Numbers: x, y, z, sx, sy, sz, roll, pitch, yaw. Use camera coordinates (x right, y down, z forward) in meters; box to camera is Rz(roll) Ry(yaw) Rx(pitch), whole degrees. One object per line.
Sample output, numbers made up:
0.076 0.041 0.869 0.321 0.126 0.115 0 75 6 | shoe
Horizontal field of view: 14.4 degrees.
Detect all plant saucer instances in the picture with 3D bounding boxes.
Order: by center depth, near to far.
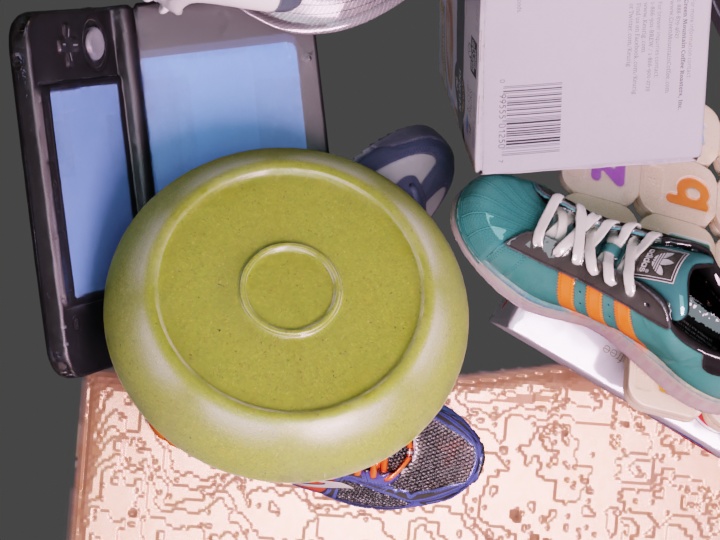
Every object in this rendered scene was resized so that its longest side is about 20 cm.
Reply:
-0.039 0.016 1.532 0.199 0.031 0.201 2 64 -5 | plant saucer

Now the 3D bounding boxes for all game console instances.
-0.100 -0.052 1.593 0.116 0.176 0.201 -5 94 21 | game console

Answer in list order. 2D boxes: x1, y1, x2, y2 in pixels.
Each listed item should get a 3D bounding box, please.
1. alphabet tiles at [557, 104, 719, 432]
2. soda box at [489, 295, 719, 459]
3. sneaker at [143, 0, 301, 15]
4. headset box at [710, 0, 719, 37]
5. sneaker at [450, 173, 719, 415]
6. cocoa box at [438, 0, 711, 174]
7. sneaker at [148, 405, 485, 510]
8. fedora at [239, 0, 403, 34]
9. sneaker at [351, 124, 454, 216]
0.200 -0.003 1.634 0.194 0.015 0.201 13 62 -15 | alphabet tiles
0.179 0.052 1.660 0.199 0.064 0.068 30 89 -8 | soda box
-0.114 -0.175 1.561 0.073 0.199 0.071 -37 126 -35 | sneaker
0.285 -0.148 1.618 0.148 0.075 0.201 -22 98 39 | headset box
0.146 0.000 1.556 0.199 0.080 0.072 31 59 -4 | sneaker
0.117 -0.173 1.570 0.132 0.131 0.201 -5 120 -8 | cocoa box
-0.025 0.098 1.627 0.199 0.078 0.076 9 93 -8 | sneaker
-0.027 -0.239 1.586 0.176 0.090 0.201 -23 88 -12 | fedora
0.000 0.000 1.599 0.200 0.082 0.070 -46 135 -22 | sneaker
